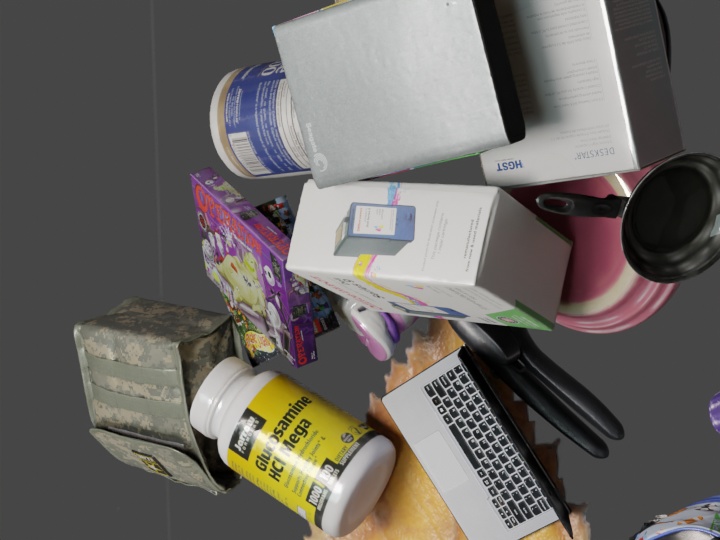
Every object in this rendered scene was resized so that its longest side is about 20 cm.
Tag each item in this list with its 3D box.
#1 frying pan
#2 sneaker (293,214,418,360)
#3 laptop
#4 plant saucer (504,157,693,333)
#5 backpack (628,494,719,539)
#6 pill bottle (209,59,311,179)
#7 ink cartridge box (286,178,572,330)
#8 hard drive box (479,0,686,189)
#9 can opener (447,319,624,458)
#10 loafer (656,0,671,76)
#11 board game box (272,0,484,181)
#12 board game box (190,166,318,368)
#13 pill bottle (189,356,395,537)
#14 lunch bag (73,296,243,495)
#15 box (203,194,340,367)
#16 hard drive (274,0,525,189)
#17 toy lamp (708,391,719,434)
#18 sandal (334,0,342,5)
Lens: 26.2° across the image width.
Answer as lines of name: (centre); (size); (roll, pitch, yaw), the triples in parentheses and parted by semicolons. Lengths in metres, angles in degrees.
frying pan: (0.226, -0.035, 1.259); (0.031, 0.188, 0.116); (-128, 27, -58)
sneaker: (0.000, 0.000, 1.510); (0.200, 0.088, 0.081); (46, 171, 42)
laptop: (0.103, 0.178, 1.438); (0.199, 0.116, 0.189); (-35, 86, 40)
plant saucer: (0.192, -0.040, 1.354); (0.199, 0.051, 0.203); (13, 111, 35)
backpack: (0.295, 0.287, 1.303); (0.201, 0.154, 0.191); (52, 137, 7)
pill bottle: (-0.038, -0.149, 1.467); (0.198, 0.110, 0.113); (-3, 101, 39)
ink cartridge box: (0.058, -0.014, 1.327); (0.198, 0.145, 0.089); (7, 77, 36)
hard drive box: (0.160, -0.176, 1.246); (0.155, 0.076, 0.203); (-4, 102, 43)
can opener: (0.157, 0.097, 1.419); (0.200, 0.079, 0.063); (44, 135, 5)
loafer: (0.204, -0.232, 1.276); (0.071, 0.063, 0.203); (-7, 99, 38)
board game box: (0.020, -0.159, 1.305); (0.199, 0.040, 0.155); (-9, 99, 47)
board game box: (-0.103, -0.006, 1.474); (0.200, 0.032, 0.121); (41, 140, 50)
pill bottle: (-0.072, 0.174, 1.575); (0.199, 0.112, 0.114); (30, 120, 20)
lunch bag: (-0.214, 0.146, 1.696); (0.162, 0.117, 0.203); (9, 114, 37)
box: (-0.092, 0.015, 1.551); (0.138, 0.037, 0.200); (67, 158, 3)
hard drive: (0.028, -0.152, 1.237); (0.198, 0.033, 0.141); (-10, 98, 39)
toy lamp: (0.372, 0.094, 1.244); (0.199, 0.058, 0.059); (-23, 89, 42)
sandal: (0.007, -0.315, 1.422); (0.069, 0.078, 0.215); (-5, 100, 6)
